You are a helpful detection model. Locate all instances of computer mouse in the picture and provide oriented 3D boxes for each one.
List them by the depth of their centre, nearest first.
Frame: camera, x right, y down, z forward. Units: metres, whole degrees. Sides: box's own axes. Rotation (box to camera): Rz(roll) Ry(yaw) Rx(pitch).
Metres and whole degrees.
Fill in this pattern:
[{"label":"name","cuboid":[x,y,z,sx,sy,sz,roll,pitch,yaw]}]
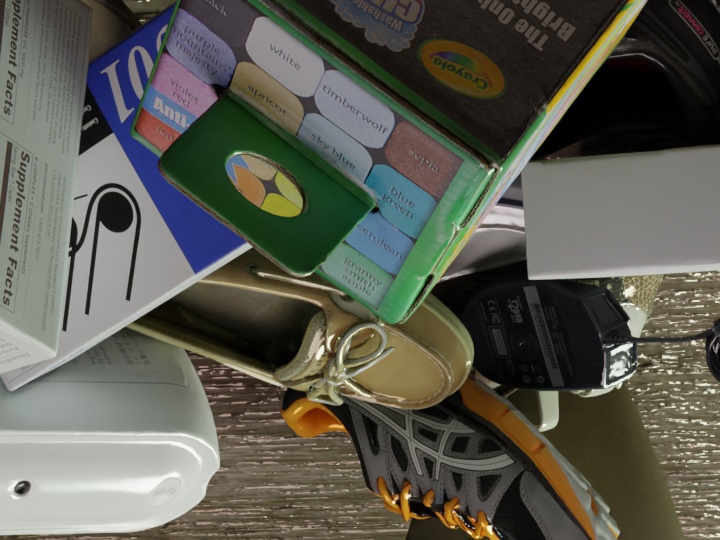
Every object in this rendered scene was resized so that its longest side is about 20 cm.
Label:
[{"label":"computer mouse","cuboid":[0.128,0.024,1.185,0.199,0.034,0.059,0,114,38]}]

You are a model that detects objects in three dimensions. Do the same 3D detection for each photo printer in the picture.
[{"label":"photo printer","cuboid":[-0.165,0.043,1.160,0.199,0.167,0.070,2,127,-37]}]

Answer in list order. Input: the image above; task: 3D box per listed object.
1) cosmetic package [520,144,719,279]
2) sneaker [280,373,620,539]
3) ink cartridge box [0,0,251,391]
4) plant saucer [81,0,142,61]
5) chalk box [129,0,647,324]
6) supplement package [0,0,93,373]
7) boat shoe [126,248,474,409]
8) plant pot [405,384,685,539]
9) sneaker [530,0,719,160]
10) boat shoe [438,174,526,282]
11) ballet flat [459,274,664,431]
[{"label":"cosmetic package","cuboid":[0.153,-0.026,1.100,0.150,0.052,0.200,-2,-179,12]},{"label":"sneaker","cuboid":[0.043,0.089,1.243,0.077,0.200,0.078,-47,144,-5]},{"label":"ink cartridge box","cuboid":[-0.084,-0.039,1.056,0.200,0.094,0.044,-31,179,31]},{"label":"plant saucer","cuboid":[-0.176,-0.090,1.111,0.199,0.035,0.201,2,153,1]},{"label":"chalk box","cuboid":[0.008,-0.075,0.917,0.124,0.200,0.124,37,150,4]},{"label":"supplement package","cuboid":[-0.216,-0.032,1.021,0.199,0.157,0.111,-17,146,32]},{"label":"boat shoe","cuboid":[-0.045,0.020,1.165,0.200,0.063,0.073,26,132,-16]},{"label":"plant pot","cuboid":[0.094,0.157,1.376,0.186,0.201,0.188,1,152,0]},{"label":"sneaker","cuboid":[0.050,-0.087,1.044,0.199,0.084,0.077,2,151,6]},{"label":"boat shoe","cuboid":[0.000,0.000,1.231,0.199,0.067,0.074,-8,151,18]},{"label":"ballet flat","cuboid":[0.088,0.038,1.287,0.068,0.076,0.200,6,154,-36]}]
